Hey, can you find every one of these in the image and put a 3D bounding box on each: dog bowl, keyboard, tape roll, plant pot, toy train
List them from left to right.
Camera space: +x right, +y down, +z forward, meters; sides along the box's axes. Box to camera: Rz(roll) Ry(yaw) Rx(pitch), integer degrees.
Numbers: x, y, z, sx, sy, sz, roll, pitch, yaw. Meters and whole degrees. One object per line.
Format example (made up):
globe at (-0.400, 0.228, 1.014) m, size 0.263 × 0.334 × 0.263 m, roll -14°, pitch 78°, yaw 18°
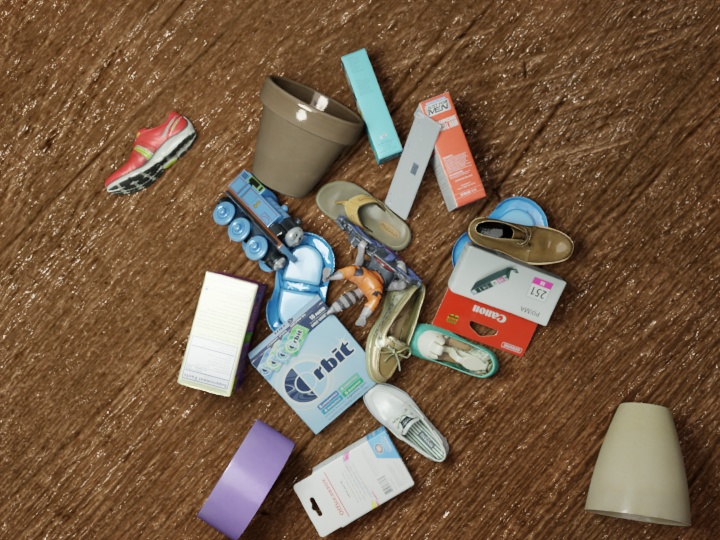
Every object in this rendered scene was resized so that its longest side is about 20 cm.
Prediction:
tape roll at (-0.204, 0.373, 1.671) m, size 0.085 × 0.200 × 0.201 m, roll 33°, pitch 89°, yaw 0°
toy train at (-0.184, -0.087, 1.705) m, size 0.114 × 0.087 × 0.200 m, roll -45°, pitch 60°, yaw 0°
plant pot at (-0.116, -0.235, 1.703) m, size 0.199 × 0.200 × 0.176 m, roll 28°, pitch 108°, yaw 0°
dog bowl at (-0.111, 0.031, 1.745) m, size 0.110 × 0.050 × 0.202 m, roll 9°, pitch 90°, yaw -1°
keyboard at (0.094, -0.190, 1.717) m, size 0.056 × 0.011 × 0.201 m, roll 34°, pitch 124°, yaw 23°
dog bowl at (0.258, -0.051, 1.761) m, size 0.200 × 0.050 × 0.112 m, roll -40°, pitch 90°, yaw -2°
plant pot at (0.514, 0.350, 1.708) m, size 0.185 × 0.187 × 0.202 m, roll 10°, pitch 75°, yaw -1°

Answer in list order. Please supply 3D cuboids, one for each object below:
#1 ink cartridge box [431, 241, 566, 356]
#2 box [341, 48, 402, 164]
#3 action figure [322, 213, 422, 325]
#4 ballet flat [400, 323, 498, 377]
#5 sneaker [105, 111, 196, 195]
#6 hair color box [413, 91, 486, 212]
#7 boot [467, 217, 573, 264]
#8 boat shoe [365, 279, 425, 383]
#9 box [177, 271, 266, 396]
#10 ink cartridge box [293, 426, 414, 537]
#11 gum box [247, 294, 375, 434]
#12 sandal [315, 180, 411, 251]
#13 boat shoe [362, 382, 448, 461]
ink cartridge box at (0.253, 0.061, 1.724) m, size 0.198 × 0.044 × 0.175 m, roll 20°, pitch 104°, yaw -10°
box at (0.021, -0.304, 1.743) m, size 0.049 × 0.082 × 0.202 m, roll -21°, pitch 89°, yaw -1°
action figure at (0.000, 0.000, 1.700) m, size 0.200 × 0.193 × 0.105 m, roll 43°, pitch 129°, yaw 13°
ballet flat at (0.167, 0.148, 1.745) m, size 0.198 × 0.070 × 0.068 m, roll 19°, pitch 92°, yaw 0°
sneaker at (-0.400, -0.219, 1.749) m, size 0.200 × 0.077 × 0.085 m, roll -39°, pitch 79°, yaw -8°
hair color box at (0.164, -0.216, 1.731) m, size 0.063 × 0.111 × 0.202 m, roll -21°, pitch 90°, yaw -2°
boot at (0.296, -0.054, 1.700) m, size 0.198 × 0.075 × 0.074 m, roll 11°, pitch 87°, yaw -2°
boat shoe at (0.065, 0.111, 1.722) m, size 0.073 × 0.062 × 0.202 m, roll 25°, pitch 74°, yaw -38°
box at (-0.244, 0.110, 1.686) m, size 0.096 × 0.176 × 0.202 m, roll 15°, pitch 89°, yaw 0°
ink cartridge box at (-0.013, 0.392, 1.740) m, size 0.199 × 0.068 × 0.116 m, roll -30°, pitch 90°, yaw -2°
gum box at (-0.080, 0.174, 1.716) m, size 0.170 × 0.045 × 0.200 m, roll -40°, pitch 115°, yaw -1°
sandal at (0.010, -0.105, 1.754) m, size 0.199 × 0.054 × 0.081 m, roll 32°, pitch 89°, yaw 0°
boat shoe at (0.089, 0.279, 1.743) m, size 0.199 × 0.067 × 0.074 m, roll 37°, pitch 88°, yaw 0°
